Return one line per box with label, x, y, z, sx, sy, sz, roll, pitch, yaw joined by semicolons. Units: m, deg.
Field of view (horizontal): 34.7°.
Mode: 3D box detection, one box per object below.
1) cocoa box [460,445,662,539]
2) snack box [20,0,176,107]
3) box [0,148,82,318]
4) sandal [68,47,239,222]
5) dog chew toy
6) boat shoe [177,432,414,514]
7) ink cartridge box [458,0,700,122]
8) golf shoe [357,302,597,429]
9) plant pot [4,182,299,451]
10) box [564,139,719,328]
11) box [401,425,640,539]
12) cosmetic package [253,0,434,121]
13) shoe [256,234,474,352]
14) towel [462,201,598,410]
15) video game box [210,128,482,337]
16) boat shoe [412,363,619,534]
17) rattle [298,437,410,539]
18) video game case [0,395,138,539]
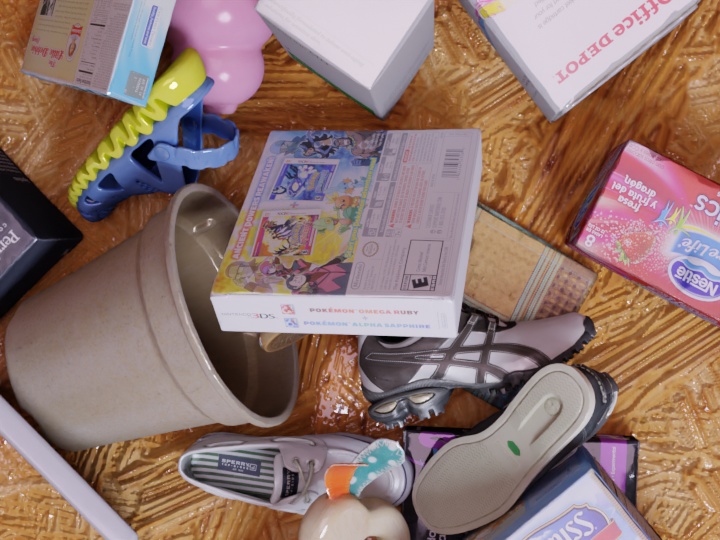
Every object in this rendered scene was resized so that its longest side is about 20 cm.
cocoa box;0.139;0.252;0.891;0.200;0.133;0.132;-40;86;5
snack box;-0.212;-0.202;0.926;0.037;0.199;0.117;14;95;-37
box;-0.383;-0.030;0.974;0.197;0.117;0.200;-45;89;5
sandal;-0.168;-0.090;0.941;0.087;0.080;0.199;43;134;-13
dog chew toy;-0.119;-0.231;0.946;0.123;0.125;0.203;1;99;5
boat shoe;-0.057;0.175;0.960;0.198;0.067;0.075;-1;91;14
ink cartridge box;0.155;-0.244;0.934;0.145;0.087;0.201;-38;86;5
golf shoe;0.090;0.056;0.934;0.198;0.078;0.095;-18;90;3
plant pot;-0.175;0.056;0.934;0.182;0.200;0.202;-21;90;17
box;0.274;-0.016;0.923;0.199;0.100;0.096;28;94;3
box;0.132;0.208;0.975;0.197;0.036;0.145;3;91;4
cosmetic package;-0.005;-0.188;0.893;0.107;0.200;0.085;35;94;4
shoe;0.000;0.000;0.929;0.198;0.070;0.054;-24;67;-15
towel;0.083;0.015;0.982;0.199;0.022;0.148;29;94;2
video game box;-0.004;-0.034;0.892;0.180;0.201;0.047;3;134;12
boat shoe;0.121;0.145;0.912;0.200;0.067;0.072;-45;67;29
rattle;-0.036;0.193;0.917;0.129;0.143;0.202;-23;126;-17
video game case;-0.256;0.156;0.938;0.200;0.182;0.022;45;72;3
